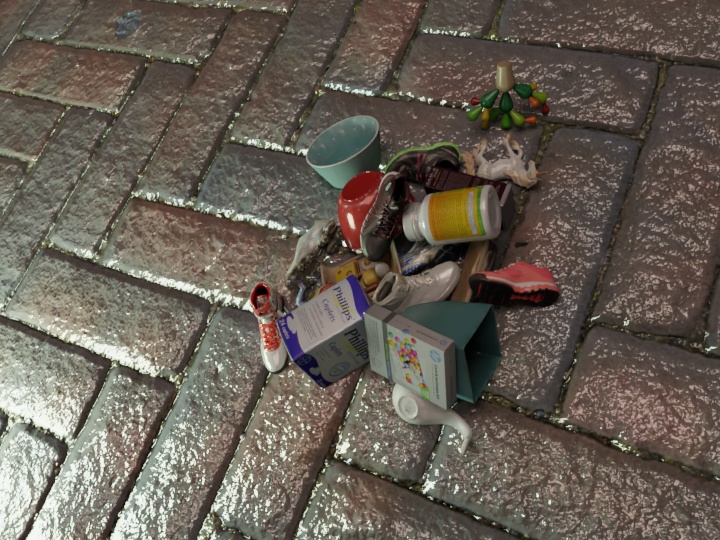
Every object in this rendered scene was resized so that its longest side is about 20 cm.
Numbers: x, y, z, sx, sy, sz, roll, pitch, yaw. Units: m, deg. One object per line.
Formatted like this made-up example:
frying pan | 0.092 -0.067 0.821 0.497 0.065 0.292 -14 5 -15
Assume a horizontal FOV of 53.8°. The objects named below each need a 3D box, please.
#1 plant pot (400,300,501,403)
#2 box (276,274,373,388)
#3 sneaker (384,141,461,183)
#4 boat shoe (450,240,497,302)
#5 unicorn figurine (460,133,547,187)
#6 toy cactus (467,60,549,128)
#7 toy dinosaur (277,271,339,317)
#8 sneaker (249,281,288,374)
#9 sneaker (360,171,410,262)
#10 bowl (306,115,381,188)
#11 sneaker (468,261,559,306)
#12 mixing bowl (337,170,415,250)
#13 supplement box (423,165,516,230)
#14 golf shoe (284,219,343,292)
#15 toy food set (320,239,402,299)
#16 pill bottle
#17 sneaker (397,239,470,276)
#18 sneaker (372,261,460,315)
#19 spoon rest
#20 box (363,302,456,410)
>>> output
plant pot | 0.165 0.152 1.456 0.196 0.144 0.141 9 39 35
box | -0.049 0.136 1.530 0.197 0.185 0.106 -31 57 2
sneaker | 0.148 -0.249 1.713 0.195 0.077 0.086 -17 56 13
boat shoe | 0.250 0.026 1.546 0.072 0.064 0.205 -1 69 68
unicorn figurine | 0.339 -0.247 1.655 0.196 0.073 0.141 -17 69 28
toy cactus | 0.348 -0.418 1.683 0.194 0.168 0.104 -4 42 12
toy dinosaur | -0.119 0.104 1.580 0.103 0.187 0.199 -17 19 -27
sneaker | -0.216 0.129 1.638 0.065 0.108 0.206 -11 62 13
sneaker | 0.055 -0.118 1.525 0.074 0.115 0.205 15 90 -11
bowl | -0.026 -0.279 1.753 0.196 0.106 0.203 -19 37 15
sneaker | 0.321 0.022 1.507 0.194 0.075 0.088 7 50 -7
mixing bowl | 0.019 -0.157 1.656 0.196 0.109 0.203 -24 37 19
supplement box | 0.249 -0.166 1.617 0.196 0.109 0.062 18 70 25
golf shoe | -0.127 -0.038 1.723 0.096 0.079 0.201 21 68 46
toy food set | 0.000 0.000 1.627 0.196 0.061 0.146 -26 47 15
pill bottle | 0.194 -0.114 1.521 0.195 0.111 0.114 -5 62 27
sneaker | 0.162 -0.054 1.614 0.197 0.077 0.086 -31 54 2
sneaker | 0.119 0.033 1.537 0.199 0.116 0.074 -38 47 8
spoon rest | 0.147 0.295 1.451 0.198 0.060 0.101 33 119 27
box | 0.098 0.168 1.397 0.197 0.159 0.041 23 46 34
